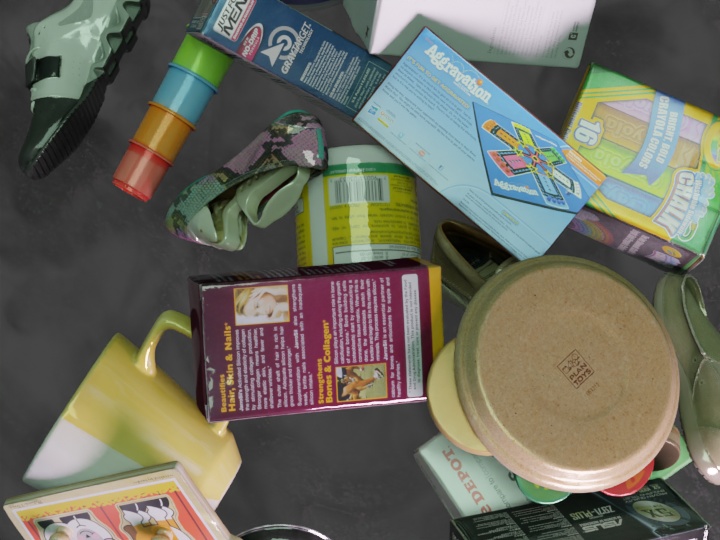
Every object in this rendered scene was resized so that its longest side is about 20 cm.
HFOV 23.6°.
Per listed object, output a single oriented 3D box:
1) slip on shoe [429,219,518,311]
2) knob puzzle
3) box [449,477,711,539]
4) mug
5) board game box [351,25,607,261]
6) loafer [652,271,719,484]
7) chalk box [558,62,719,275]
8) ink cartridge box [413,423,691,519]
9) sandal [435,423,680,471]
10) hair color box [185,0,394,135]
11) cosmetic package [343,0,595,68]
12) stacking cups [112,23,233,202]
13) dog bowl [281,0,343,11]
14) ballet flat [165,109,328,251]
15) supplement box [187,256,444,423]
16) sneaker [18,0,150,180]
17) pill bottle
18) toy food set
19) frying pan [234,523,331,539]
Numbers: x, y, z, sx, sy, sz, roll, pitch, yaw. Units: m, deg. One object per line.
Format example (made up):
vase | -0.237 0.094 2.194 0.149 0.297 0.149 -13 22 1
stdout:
slip on shoe | 0.134 0.016 1.485 0.076 0.061 0.200 -26 40 -27
knob puzzle | -0.184 0.256 1.454 0.217 0.221 0.031 14 40 2
box | 0.178 0.277 1.423 0.198 0.086 0.165 -8 115 -18
mug | -0.179 0.148 1.466 0.153 0.187 0.150 34 50 -3
board game box | 0.100 -0.103 1.457 0.200 0.019 0.103 40 100 5
loafer | 0.306 0.086 1.492 0.068 0.076 0.202 -23 58 22
chalk box | 0.265 -0.078 1.519 0.198 0.124 0.125 23 82 3
ink cartridge box | 0.166 0.162 1.502 0.199 0.084 0.147 -34 84 -5
sandal | 0.163 0.114 1.444 0.210 0.078 0.070 10 50 -6
hair color box | -0.048 -0.186 1.514 0.199 0.100 0.061 27 90 -16
cosmetic package | 0.094 -0.237 1.520 0.198 0.102 0.072 1 122 -17
stacking cups | -0.160 -0.158 1.561 0.060 0.061 0.201 27 82 4
dog bowl | -0.056 -0.346 1.582 0.198 0.079 0.202 0 81 0
ballet flat | -0.100 -0.062 1.495 0.199 0.069 0.072 -35 55 34
supplement box | -0.036 0.054 1.400 0.198 0.086 0.112 -4 96 -11
sneaker | -0.273 -0.178 1.563 0.088 0.074 0.201 25 72 4
pill bottle | 0.000 0.000 1.512 0.112 0.113 0.202 -4 81 -1
toy food set | 0.164 0.086 1.379 0.197 0.049 0.201 34 67 -2
frying pan | -0.103 0.250 1.469 0.188 0.115 0.031 18 37 -18
